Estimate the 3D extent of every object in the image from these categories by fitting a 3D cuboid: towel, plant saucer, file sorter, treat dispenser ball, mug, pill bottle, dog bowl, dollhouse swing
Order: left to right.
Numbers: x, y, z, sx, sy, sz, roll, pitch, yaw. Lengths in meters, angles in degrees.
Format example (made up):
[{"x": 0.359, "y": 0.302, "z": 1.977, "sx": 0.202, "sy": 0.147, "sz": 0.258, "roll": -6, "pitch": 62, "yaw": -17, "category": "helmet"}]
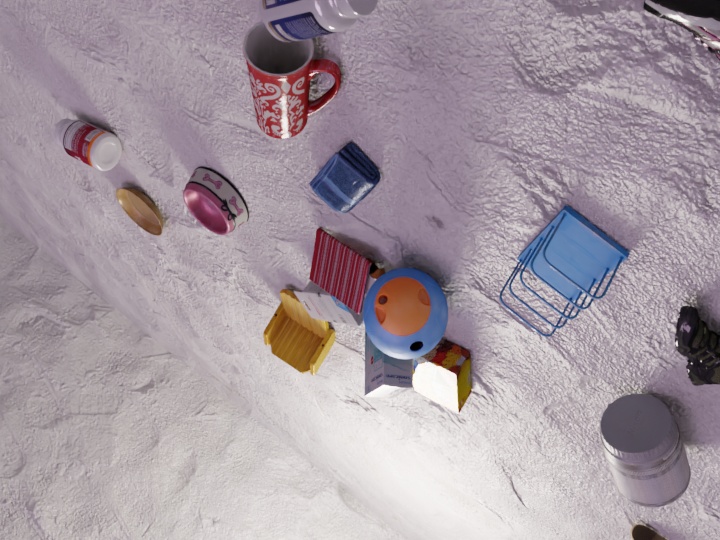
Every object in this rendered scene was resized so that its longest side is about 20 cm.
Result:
[{"x": -0.816, "y": -0.381, "z": 2.188, "sx": 0.197, "sy": 0.114, "sz": 0.114, "roll": 25, "pitch": 150, "yaw": 26, "category": "pill bottle"}, {"x": -0.714, "y": -0.201, "z": 2.406, "sx": 0.197, "sy": 0.036, "sz": 0.202, "roll": 29, "pitch": 150, "yaw": 18, "category": "plant saucer"}, {"x": -0.404, "y": -0.182, "z": 2.018, "sx": 0.197, "sy": 0.074, "sz": 0.202, "roll": 29, "pitch": 150, "yaw": 19, "category": "dog bowl"}, {"x": -0.137, "y": -0.345, "z": 1.405, "sx": 0.175, "sy": 0.134, "sz": 0.201, "roll": 34, "pitch": 155, "yaw": 12, "category": "mug"}, {"x": -0.196, "y": 0.186, "z": 2.215, "sx": 0.197, "sy": 0.184, "sz": 0.176, "roll": 30, "pitch": 171, "yaw": 17, "category": "dollhouse swing"}, {"x": -0.066, "y": -0.441, "z": 1.195, "sx": 0.197, "sy": 0.112, "sz": 0.112, "roll": 7, "pitch": 140, "yaw": 45, "category": "pill bottle"}, {"x": -0.052, "y": -0.001, "z": 1.811, "sx": 0.198, "sy": 0.022, "sz": 0.148, "roll": 33, "pitch": 124, "yaw": 36, "category": "towel"}, {"x": -0.036, "y": -0.191, "z": 1.588, "sx": 0.111, "sy": 0.049, "sz": 0.199, "roll": 42, "pitch": 152, "yaw": -7, "category": "towel"}, {"x": 0.102, "y": 0.097, "z": 1.672, "sx": 0.198, "sy": 0.202, "sz": 0.203, "roll": 28, "pitch": 151, "yaw": 18, "category": "treat dispenser ball"}, {"x": 0.356, "y": 0.012, "z": 1.328, "sx": 0.138, "sy": 0.123, "sz": 0.201, "roll": 37, "pitch": 152, "yaw": 4, "category": "file sorter"}]

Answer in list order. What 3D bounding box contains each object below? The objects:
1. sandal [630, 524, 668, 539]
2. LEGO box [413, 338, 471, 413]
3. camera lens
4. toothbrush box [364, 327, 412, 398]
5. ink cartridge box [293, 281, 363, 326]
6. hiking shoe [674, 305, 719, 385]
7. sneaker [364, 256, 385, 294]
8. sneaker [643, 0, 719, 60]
[{"x": 0.799, "y": 0.744, "z": 1.927, "sx": 0.210, "sy": 0.078, "sz": 0.070, "roll": 38, "pitch": 173, "yaw": 15, "category": "sandal"}, {"x": 0.208, "y": 0.263, "z": 1.917, "sx": 0.146, "sy": 0.078, "sz": 0.203, "roll": 23, "pitch": 148, "yaw": 26, "category": "LEGO box"}, {"x": 0.592, "y": 0.378, "z": 1.530, "sx": 0.157, "sy": 0.161, "sz": 0.202, "roll": 9, "pitch": 140, "yaw": 43, "category": "camera lens"}, {"x": 0.070, "y": 0.209, "z": 1.867, "sx": 0.083, "sy": 0.206, "sz": 0.146, "roll": 7, "pitch": 160, "yaw": -18, "category": "toothbrush box"}, {"x": -0.079, "y": 0.080, "z": 2.010, "sx": 0.197, "sy": 0.067, "sz": 0.117, "roll": 6, "pitch": 138, "yaw": 45, "category": "ink cartridge box"}, {"x": 0.605, "y": 0.128, "z": 1.264, "sx": 0.099, "sy": 0.077, "sz": 0.201, "roll": -1, "pitch": 142, "yaw": 38, "category": "hiking shoe"}, {"x": 0.000, "y": 0.000, "z": 1.824, "sx": 0.198, "sy": 0.072, "sz": 0.087, "roll": 19, "pitch": 114, "yaw": 47, "category": "sneaker"}, {"x": 0.425, "y": -0.287, "z": 0.867, "sx": 0.198, "sy": 0.081, "sz": 0.087, "roll": 32, "pitch": 163, "yaw": 25, "category": "sneaker"}]
